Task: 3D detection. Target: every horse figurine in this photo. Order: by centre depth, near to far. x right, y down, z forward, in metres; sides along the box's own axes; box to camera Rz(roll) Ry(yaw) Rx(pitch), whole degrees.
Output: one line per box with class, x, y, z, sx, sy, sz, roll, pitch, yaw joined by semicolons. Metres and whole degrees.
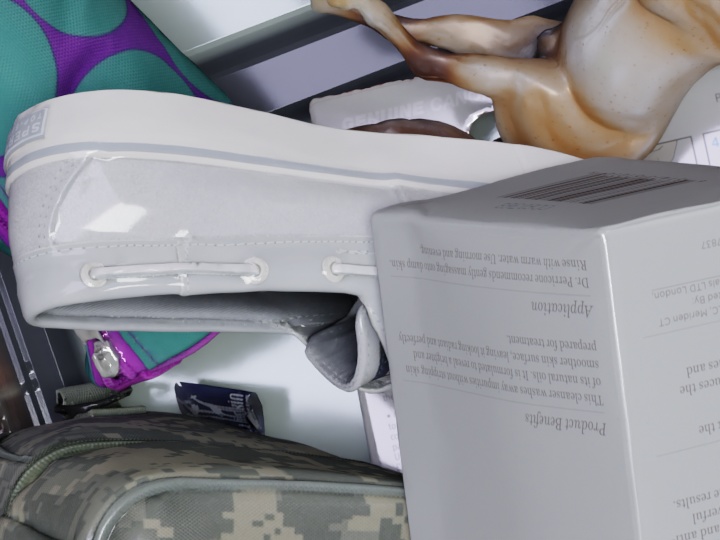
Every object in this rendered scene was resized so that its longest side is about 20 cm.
horse figurine;0.059;-0.070;0.767;0.132;0.200;0.050;29;49;-18

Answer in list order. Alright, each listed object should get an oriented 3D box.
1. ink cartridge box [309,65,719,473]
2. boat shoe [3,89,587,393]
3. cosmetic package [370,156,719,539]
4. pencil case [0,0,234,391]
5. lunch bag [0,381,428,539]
ink cartridge box;0.081;0.032;0.840;0.160;0.050;0.201;-12;81;8
boat shoe;0.000;0.000;0.760;0.199;0.072;0.069;11;69;-28
cosmetic package;0.072;0.078;0.707;0.081;0.113;0.201;-13;101;-29
pencil case;-0.106;-0.053;0.799;0.085;0.093;0.200;-21;124;43
lunch bag;-0.055;0.137;0.798;0.139;0.168;0.201;3;92;-30
